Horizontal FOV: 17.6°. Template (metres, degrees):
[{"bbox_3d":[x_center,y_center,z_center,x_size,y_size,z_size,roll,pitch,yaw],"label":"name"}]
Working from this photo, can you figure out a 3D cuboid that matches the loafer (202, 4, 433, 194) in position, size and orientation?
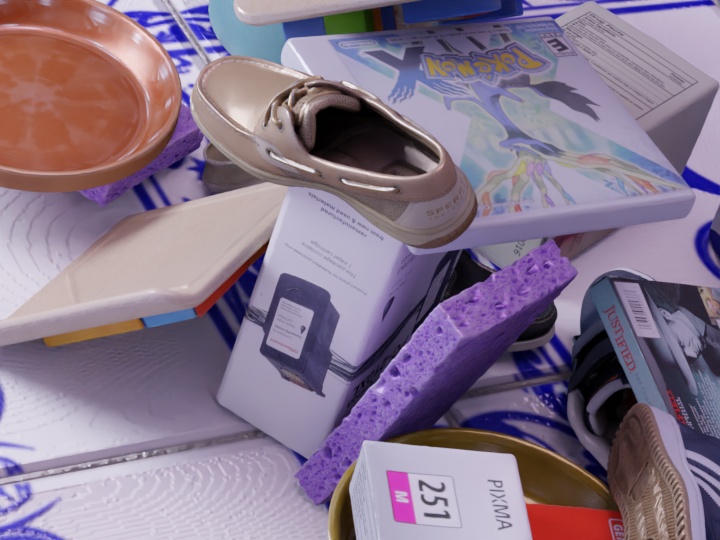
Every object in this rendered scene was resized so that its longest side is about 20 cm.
[{"bbox_3d":[-0.031,-0.124,1.626,0.200,0.068,0.076,-31,27,3],"label":"loafer"}]

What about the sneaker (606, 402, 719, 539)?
[{"bbox_3d":[0.206,0.151,1.314,0.108,0.070,0.200,23,24,-11],"label":"sneaker"}]

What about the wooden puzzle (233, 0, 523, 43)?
[{"bbox_3d":[0.031,-0.175,1.508,0.185,0.046,0.200,-8,8,13],"label":"wooden puzzle"}]

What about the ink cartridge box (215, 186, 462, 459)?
[{"bbox_3d":[0.000,0.000,1.455,0.084,0.200,0.145,32,40,13],"label":"ink cartridge box"}]

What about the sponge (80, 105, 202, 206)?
[{"bbox_3d":[-0.220,-0.125,1.642,0.200,0.030,0.112,33,41,17],"label":"sponge"}]

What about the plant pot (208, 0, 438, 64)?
[{"bbox_3d":[-0.002,-0.247,1.781,0.200,0.161,0.201,11,39,-9],"label":"plant pot"}]

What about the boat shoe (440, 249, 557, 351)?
[{"bbox_3d":[0.042,-0.002,1.581,0.200,0.068,0.072,22,37,2],"label":"boat shoe"}]

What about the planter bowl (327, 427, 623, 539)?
[{"bbox_3d":[0.069,0.190,1.346,0.200,0.084,0.201,11,39,-9],"label":"planter bowl"}]

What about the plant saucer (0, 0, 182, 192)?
[{"bbox_3d":[-0.222,-0.121,1.577,0.200,0.032,0.200,9,43,-8],"label":"plant saucer"}]

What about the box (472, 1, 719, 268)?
[{"bbox_3d":[0.146,-0.096,1.698,0.128,0.109,0.200,37,42,22],"label":"box"}]

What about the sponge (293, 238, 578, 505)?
[{"bbox_3d":[0.043,0.063,1.396,0.112,0.200,0.030,-30,76,-42],"label":"sponge"}]

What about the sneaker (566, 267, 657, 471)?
[{"bbox_3d":[0.177,0.066,1.529,0.079,0.078,0.200,20,34,-33],"label":"sneaker"}]

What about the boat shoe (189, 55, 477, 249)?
[{"bbox_3d":[-0.020,-0.083,1.320,0.200,0.065,0.071,26,67,30],"label":"boat shoe"}]

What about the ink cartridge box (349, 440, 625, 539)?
[{"bbox_3d":[0.090,0.183,1.263,0.173,0.044,0.200,6,40,-13],"label":"ink cartridge box"}]

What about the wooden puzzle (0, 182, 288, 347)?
[{"bbox_3d":[-0.124,-0.002,1.468,0.185,0.037,0.200,-11,18,38],"label":"wooden puzzle"}]

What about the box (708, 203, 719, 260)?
[{"bbox_3d":[0.380,0.000,1.678,0.200,0.105,0.184,3,40,-17],"label":"box"}]

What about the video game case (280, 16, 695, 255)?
[{"bbox_3d":[0.077,-0.087,1.411,0.200,0.022,0.182,-8,46,-30],"label":"video game case"}]

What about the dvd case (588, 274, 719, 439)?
[{"bbox_3d":[0.237,0.075,1.509,0.200,0.022,0.146,6,55,-50],"label":"dvd case"}]
